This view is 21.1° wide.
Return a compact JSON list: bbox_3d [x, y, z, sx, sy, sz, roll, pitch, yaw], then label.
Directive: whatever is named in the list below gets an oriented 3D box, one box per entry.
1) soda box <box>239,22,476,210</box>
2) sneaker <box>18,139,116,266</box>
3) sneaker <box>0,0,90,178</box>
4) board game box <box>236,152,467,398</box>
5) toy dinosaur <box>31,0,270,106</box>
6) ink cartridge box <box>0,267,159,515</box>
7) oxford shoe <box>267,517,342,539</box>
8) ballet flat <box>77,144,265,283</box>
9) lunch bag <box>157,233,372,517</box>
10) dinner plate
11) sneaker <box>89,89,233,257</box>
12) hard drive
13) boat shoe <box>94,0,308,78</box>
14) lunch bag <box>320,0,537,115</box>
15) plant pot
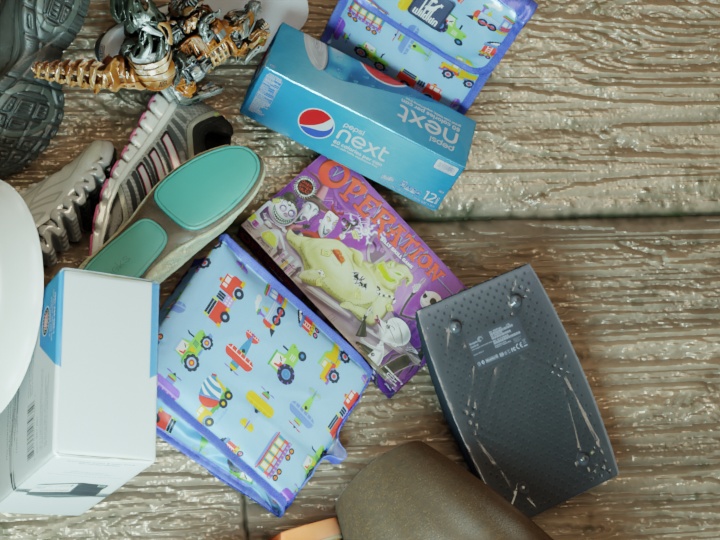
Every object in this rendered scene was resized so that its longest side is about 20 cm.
[{"bbox_3d":[-0.001,-0.136,1.710,0.199,0.064,0.068,27,44,-9],"label":"soda box"},{"bbox_3d":[-0.279,-0.041,1.626,0.081,0.075,0.201,33,67,8],"label":"sneaker"},{"bbox_3d":[-0.294,-0.175,1.666,0.075,0.090,0.202,23,87,-34],"label":"sneaker"},{"bbox_3d":[0.000,0.000,1.702,0.200,0.032,0.120,46,63,4],"label":"board game box"},{"bbox_3d":[-0.174,-0.199,1.632,0.199,0.102,0.137,-27,113,-38],"label":"toy dinosaur"},{"bbox_3d":[-0.227,0.101,1.513,0.083,0.200,0.147,7,69,-23],"label":"ink cartridge box"},{"bbox_3d":[-0.097,0.264,1.565,0.198,0.071,0.074,-17,80,-19],"label":"oxford shoe"},{"bbox_3d":[-0.161,-0.031,1.601,0.200,0.062,0.067,-40,76,-19],"label":"ballet flat"},{"bbox_3d":[-0.088,0.096,1.622,0.199,0.094,0.151,38,64,-9],"label":"lunch bag"},{"bbox_3d":[-0.314,0.025,1.530,0.024,0.199,0.202,11,66,-41],"label":"dinner plate"},{"bbox_3d":[-0.168,-0.069,1.657,0.087,0.074,0.201,23,63,1],"label":"sneaker"},{"bbox_3d":[0.131,0.109,1.674,0.134,0.042,0.202,-22,86,-24],"label":"hard drive"},{"bbox_3d":[-0.144,-0.220,1.721,0.198,0.057,0.069,-18,108,-20],"label":"boat shoe"},{"bbox_3d":[0.068,-0.236,1.696,0.150,0.200,0.094,33,67,0],"label":"lunch bag"},{"bbox_3d":[0.071,0.245,1.568,0.186,0.187,0.201,-30,67,-21],"label":"plant pot"}]
